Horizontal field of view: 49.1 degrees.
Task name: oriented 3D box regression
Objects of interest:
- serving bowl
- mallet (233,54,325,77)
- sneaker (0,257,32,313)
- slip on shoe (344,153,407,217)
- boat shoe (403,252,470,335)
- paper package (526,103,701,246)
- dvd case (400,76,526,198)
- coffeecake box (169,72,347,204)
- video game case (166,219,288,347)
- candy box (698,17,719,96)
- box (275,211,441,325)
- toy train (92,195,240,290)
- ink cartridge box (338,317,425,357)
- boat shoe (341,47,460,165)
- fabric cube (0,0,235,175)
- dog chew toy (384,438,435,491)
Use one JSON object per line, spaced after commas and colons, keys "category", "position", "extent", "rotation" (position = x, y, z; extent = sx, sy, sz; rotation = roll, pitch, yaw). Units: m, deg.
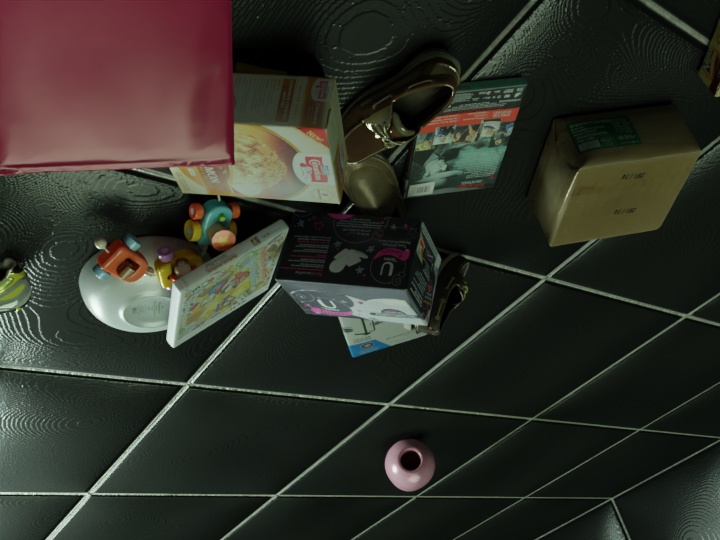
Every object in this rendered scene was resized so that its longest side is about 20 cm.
{"category": "serving bowl", "position": [-0.312, 0.036, 1.171], "extent": [0.199, 0.066, 0.200], "rotation": [-11, 146, -8]}
{"category": "mallet", "position": [-0.131, -0.221, 0.879], "extent": [0.199, 0.066, 0.041], "rotation": [1, 131, -24]}
{"category": "sneaker", "position": [-0.548, 0.019, 1.050], "extent": [0.199, 0.075, 0.077], "rotation": [-12, 140, -27]}
{"category": "slip on shoe", "position": [0.023, -0.099, 1.127], "extent": [0.076, 0.061, 0.200], "rotation": [-20, 146, 5]}
{"category": "boat shoe", "position": [0.138, 0.038, 1.278], "extent": [0.059, 0.200, 0.072], "rotation": [20, 128, 21]}
{"category": "paper package", "position": [0.374, -0.142, 1.183], "extent": [0.199, 0.104, 0.191], "rotation": [-9, 144, -11]}
{"category": "dvd case", "position": [0.138, -0.180, 1.097], "extent": [0.146, 0.022, 0.200], "rotation": [-9, 144, -12]}
{"category": "coffeecake box", "position": [-0.122, -0.150, 0.904], "extent": [0.199, 0.073, 0.154], "rotation": [4, 154, 7]}
{"category": "video game case", "position": [-0.195, 0.022, 1.141], "extent": [0.182, 0.023, 0.200], "rotation": [-34, 166, -28]}
{"category": "candy box", "position": [0.575, -0.313, 1.065], "extent": [0.199, 0.055, 0.116], "rotation": [-13, 146, -5]}
{"category": "box", "position": [0.000, 0.000, 1.137], "extent": [0.199, 0.115, 0.132], "rotation": [5, 156, 22]}
{"category": "toy train", "position": [-0.245, -0.034, 1.047], "extent": [0.200, 0.056, 0.150], "rotation": [-41, 144, -2]}
{"category": "ink cartridge box", "position": [0.029, 0.048, 1.321], "extent": [0.146, 0.084, 0.200], "rotation": [-17, 147, -1]}
{"category": "boat shoe", "position": [0.040, -0.192, 0.976], "extent": [0.076, 0.072, 0.200], "rotation": [32, 127, -30]}
{"category": "fabric cube", "position": [-0.219, -0.206, 0.679], "extent": [0.196, 0.200, 0.200], "rotation": [-4, 113, -17]}
{"category": "dog chew toy", "position": [0.123, 0.500, 1.989], "extent": [0.124, 0.125, 0.200], "rotation": [-13, 154, -5]}
